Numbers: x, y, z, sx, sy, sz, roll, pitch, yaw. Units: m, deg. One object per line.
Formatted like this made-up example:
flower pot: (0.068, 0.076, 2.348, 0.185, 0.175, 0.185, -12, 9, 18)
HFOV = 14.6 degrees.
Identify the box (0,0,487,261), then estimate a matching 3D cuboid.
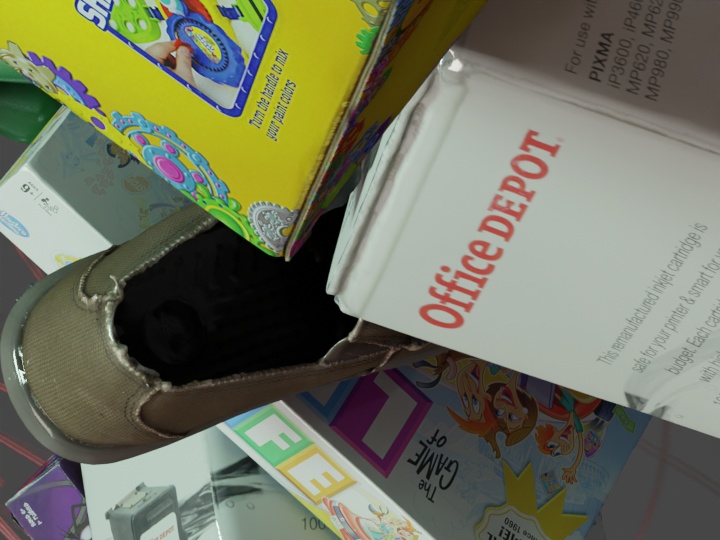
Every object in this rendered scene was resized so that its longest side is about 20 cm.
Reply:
box: (-0.026, -0.149, 0.551, 0.192, 0.200, 0.122, 35, 155, 4)

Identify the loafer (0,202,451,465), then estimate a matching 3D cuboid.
loafer: (0.002, -0.003, 0.768, 0.073, 0.200, 0.071, 63, 158, -3)

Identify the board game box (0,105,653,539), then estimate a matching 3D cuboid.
board game box: (0.000, 0.000, 0.846, 0.200, 0.135, 0.034, 43, 142, -11)

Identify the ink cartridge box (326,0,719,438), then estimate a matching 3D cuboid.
ink cartridge box: (0.104, -0.020, 0.671, 0.199, 0.085, 0.146, 17, 155, -4)

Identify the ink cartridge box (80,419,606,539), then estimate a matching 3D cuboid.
ink cartridge box: (-0.001, 0.095, 0.878, 0.145, 0.201, 0.083, 3, 157, -34)

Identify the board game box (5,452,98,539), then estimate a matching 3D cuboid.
board game box: (-0.035, 0.135, 0.950, 0.200, 0.032, 0.120, 52, -164, -3)

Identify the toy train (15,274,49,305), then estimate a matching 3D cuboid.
toy train: (-0.057, 0.053, 1.136, 0.200, 0.034, 0.046, 30, 148, 15)

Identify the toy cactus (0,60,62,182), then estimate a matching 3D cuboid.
toy cactus: (-0.130, -0.051, 0.934, 0.165, 0.103, 0.200, 4, 167, -37)

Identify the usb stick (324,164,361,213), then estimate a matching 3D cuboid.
usb stick: (-0.018, -0.064, 0.748, 0.055, 0.033, 0.200, 44, -165, -12)
